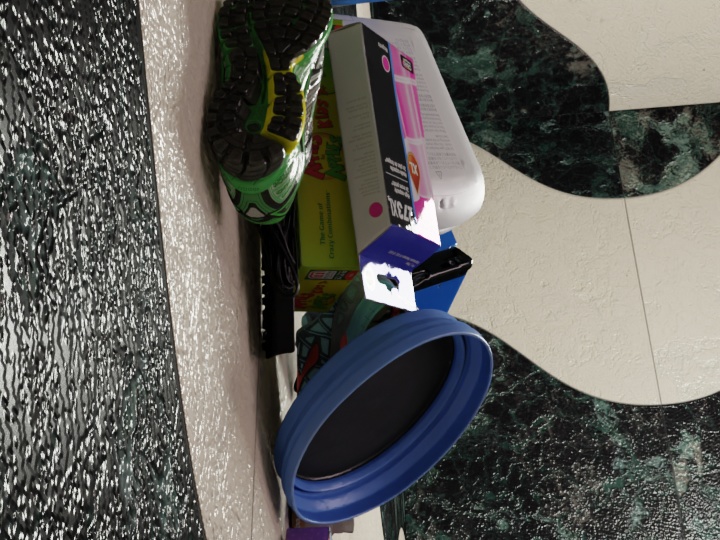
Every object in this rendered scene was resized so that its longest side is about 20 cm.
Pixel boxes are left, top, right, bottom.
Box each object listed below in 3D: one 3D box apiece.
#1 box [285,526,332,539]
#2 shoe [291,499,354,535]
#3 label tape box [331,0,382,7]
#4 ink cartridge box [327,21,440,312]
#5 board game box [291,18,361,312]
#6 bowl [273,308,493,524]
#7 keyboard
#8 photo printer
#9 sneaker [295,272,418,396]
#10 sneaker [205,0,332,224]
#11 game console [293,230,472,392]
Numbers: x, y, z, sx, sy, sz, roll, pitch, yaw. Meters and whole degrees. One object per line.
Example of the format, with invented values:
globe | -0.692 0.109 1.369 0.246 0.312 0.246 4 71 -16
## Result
box | -0.034 0.324 0.989 0.138 0.038 0.202 -89 174 -56
shoe | -0.025 0.200 1.126 0.200 0.052 0.071 -62 148 -82
label tape box | -0.022 -0.334 1.089 0.143 0.063 0.203 8 -76 51
ink cartridge box | 0.020 -0.074 0.933 0.094 0.037 0.203 17 64 -63
board game box | -0.041 -0.080 0.964 0.102 0.047 0.203 128 -40 -64
bowl | 0.017 0.114 0.985 0.039 0.199 0.202 46 -20 32
keyboard | -0.073 -0.039 0.917 0.104 0.039 0.204 153 -64 -72
photo printer | 0.023 -0.124 1.114 0.165 0.069 0.202 -6 69 -48
sneaker | -0.015 0.076 1.034 0.096 0.078 0.202 51 -49 35
sneaker | -0.064 -0.118 0.844 0.086 0.077 0.202 92 7 -50
game console | 0.000 0.000 1.158 0.199 0.118 0.172 -15 138 -49
